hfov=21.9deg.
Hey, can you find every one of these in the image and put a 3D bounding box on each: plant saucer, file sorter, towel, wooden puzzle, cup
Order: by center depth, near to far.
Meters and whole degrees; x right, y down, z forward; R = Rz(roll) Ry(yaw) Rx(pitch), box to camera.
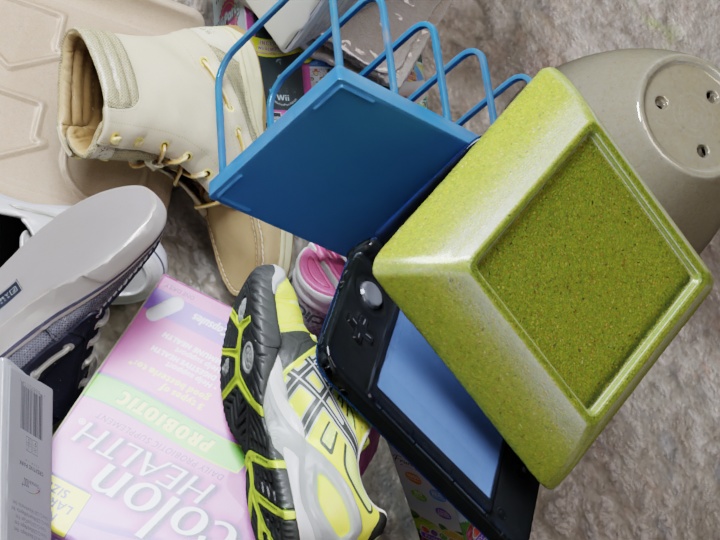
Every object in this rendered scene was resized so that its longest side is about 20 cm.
[{"bbox_3d":[0.134,0.002,1.185,0.200,0.048,0.200,-48,111,-25],"label":"plant saucer"},{"bbox_3d":[0.014,-0.097,1.267,0.199,0.139,0.123,23,44,-34],"label":"file sorter"},{"bbox_3d":[-0.217,-0.117,1.324,0.184,0.046,0.201,17,71,-19],"label":"wooden puzzle"},{"bbox_3d":[-0.027,-0.230,1.386,0.200,0.034,0.133,36,59,-8],"label":"towel"},{"bbox_3d":[0.225,-0.095,1.462,0.199,0.143,0.201,8,69,-23],"label":"cup"}]

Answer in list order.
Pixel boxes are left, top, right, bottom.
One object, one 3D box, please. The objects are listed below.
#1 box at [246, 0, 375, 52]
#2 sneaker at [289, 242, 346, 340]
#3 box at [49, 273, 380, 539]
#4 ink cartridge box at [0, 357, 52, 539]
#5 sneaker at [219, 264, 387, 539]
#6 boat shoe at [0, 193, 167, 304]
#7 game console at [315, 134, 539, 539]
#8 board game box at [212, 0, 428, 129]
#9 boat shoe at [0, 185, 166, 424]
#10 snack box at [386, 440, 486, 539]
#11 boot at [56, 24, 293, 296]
[{"bbox_3d":[0.010,-0.246,1.335,0.200,0.095,0.078,-33,85,-32],"label":"box"},{"bbox_3d":[0.000,0.000,1.369,0.074,0.088,0.200,43,37,9],"label":"sneaker"},{"bbox_3d":[-0.104,0.135,1.220,0.175,0.097,0.200,26,60,10],"label":"box"},{"bbox_3d":[-0.292,0.155,1.114,0.199,0.084,0.176,-6,71,10],"label":"ink cartridge box"},{"bbox_3d":[-0.038,0.090,1.166,0.076,0.075,0.201,1,63,-24],"label":"sneaker"},{"bbox_3d":[-0.224,-0.015,1.252,0.199,0.072,0.066,22,20,-20],"label":"boat shoe"},{"bbox_3d":[0.089,0.047,1.193,0.200,0.118,0.171,45,35,-20],"label":"game console"},{"bbox_3d":[-0.032,-0.171,1.416,0.147,0.064,0.201,2,70,-24],"label":"board game box"},{"bbox_3d":[-0.193,0.032,1.216,0.200,0.075,0.093,-35,132,4],"label":"boat shoe"},{"bbox_3d":[0.103,0.094,1.343,0.200,0.053,0.143,-51,141,-30],"label":"snack box"},{"bbox_3d":[-0.128,-0.072,1.278,0.155,0.073,0.201,-6,85,-46],"label":"boot"}]
